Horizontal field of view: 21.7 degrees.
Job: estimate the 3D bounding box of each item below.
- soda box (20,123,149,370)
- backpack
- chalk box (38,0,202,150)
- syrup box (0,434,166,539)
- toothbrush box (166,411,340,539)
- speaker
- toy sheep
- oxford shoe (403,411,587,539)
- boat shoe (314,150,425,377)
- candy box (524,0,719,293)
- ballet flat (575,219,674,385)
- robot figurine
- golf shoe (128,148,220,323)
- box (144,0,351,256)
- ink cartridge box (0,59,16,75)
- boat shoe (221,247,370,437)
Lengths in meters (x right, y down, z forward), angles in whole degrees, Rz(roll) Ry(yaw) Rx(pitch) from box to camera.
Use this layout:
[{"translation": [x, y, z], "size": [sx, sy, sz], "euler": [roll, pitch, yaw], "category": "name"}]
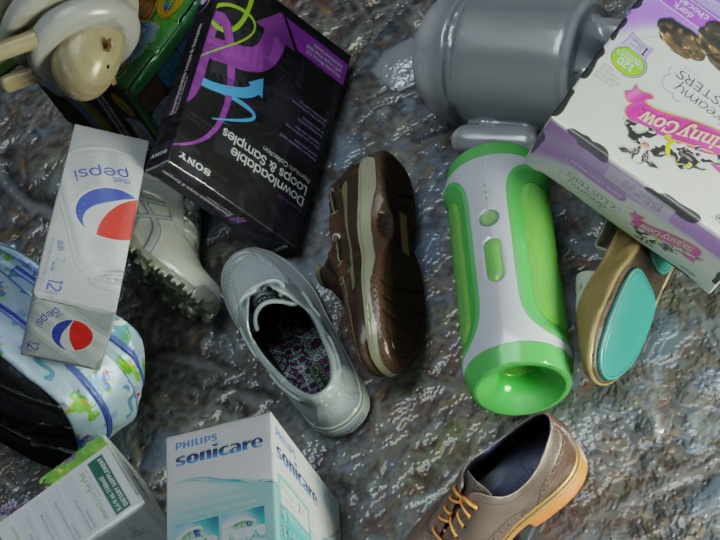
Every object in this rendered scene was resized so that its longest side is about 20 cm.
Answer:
[{"translation": [-0.210, -0.021, 1.444], "size": [0.063, 0.069, 0.201], "euler": [13, 42, -8], "category": "soda box"}, {"translation": [-0.267, 0.069, 1.481], "size": [0.153, 0.164, 0.200], "euler": [-30, 55, -30], "category": "backpack"}, {"translation": [-0.177, -0.179, 1.628], "size": [0.199, 0.125, 0.124], "euler": [24, 70, 33], "category": "chalk box"}, {"translation": [-0.242, 0.224, 1.410], "size": [0.199, 0.082, 0.079], "euler": [-35, 50, -4], "category": "syrup box"}, {"translation": [-0.069, 0.223, 1.294], "size": [0.085, 0.147, 0.201], "euler": [-15, 52, 13], "category": "toothbrush box"}, {"translation": [0.109, 0.004, 1.403], "size": [0.088, 0.089, 0.201], "euler": [-14, 53, 14], "category": "speaker"}, {"translation": [-0.248, -0.223, 1.527], "size": [0.137, 0.138, 0.201], "euler": [-26, 68, 5], "category": "toy sheep"}, {"translation": [0.070, 0.174, 1.313], "size": [0.200, 0.073, 0.071], "euler": [-45, 53, -9], "category": "oxford shoe"}, {"translation": [0.003, 0.003, 1.468], "size": [0.075, 0.075, 0.203], "euler": [-22, 45, 26], "category": "boat shoe"}, {"translation": [0.244, -0.113, 1.369], "size": [0.167, 0.072, 0.200], "euler": [35, 63, 5], "category": "candy box"}, {"translation": [0.195, 0.002, 1.387], "size": [0.063, 0.069, 0.200], "euler": [8, 52, 38], "category": "ballet flat"}, {"translation": [0.125, -0.165, 1.493], "size": [0.199, 0.113, 0.170], "euler": [9, 66, 28], "category": "robot figurine"}, {"translation": [-0.161, -0.038, 1.557], "size": [0.097, 0.078, 0.200], "euler": [-40, 52, -10], "category": "golf shoe"}, {"translation": [-0.088, -0.131, 1.546], "size": [0.036, 0.143, 0.201], "euler": [-18, 48, 46], "category": "box"}, {"translation": [-0.391, -0.257, 1.723], "size": [0.148, 0.200, 0.076], "euler": [-37, 51, -5], "category": "ink cartridge box"}, {"translation": [-0.058, 0.041, 1.459], "size": [0.070, 0.072, 0.201], "euler": [-34, 51, -2], "category": "boat shoe"}]
